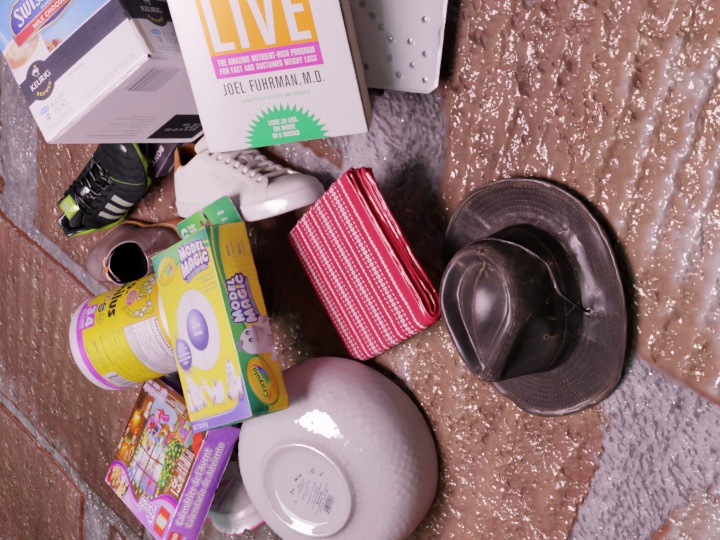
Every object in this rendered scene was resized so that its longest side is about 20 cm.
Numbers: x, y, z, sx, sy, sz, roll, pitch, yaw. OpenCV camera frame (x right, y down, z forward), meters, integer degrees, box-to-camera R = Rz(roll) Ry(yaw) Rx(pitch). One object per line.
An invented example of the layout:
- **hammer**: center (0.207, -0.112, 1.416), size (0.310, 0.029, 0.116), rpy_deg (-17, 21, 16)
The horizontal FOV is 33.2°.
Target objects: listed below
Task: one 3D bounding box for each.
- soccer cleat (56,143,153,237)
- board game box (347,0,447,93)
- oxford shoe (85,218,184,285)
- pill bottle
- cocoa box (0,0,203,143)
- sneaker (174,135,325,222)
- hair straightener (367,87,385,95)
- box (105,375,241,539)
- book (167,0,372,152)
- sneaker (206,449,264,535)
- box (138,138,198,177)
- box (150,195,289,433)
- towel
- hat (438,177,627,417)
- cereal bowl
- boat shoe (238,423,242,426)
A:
- **soccer cleat**: center (-0.272, -0.085, 1.269), size (0.068, 0.081, 0.200), rpy_deg (57, 152, 7)
- **board game box**: center (-0.029, -0.244, 0.921), size (0.199, 0.026, 0.200), rpy_deg (7, 119, 3)
- **oxford shoe**: center (-0.258, -0.016, 1.318), size (0.200, 0.073, 0.071), rpy_deg (-14, 98, 49)
- **pill bottle**: center (-0.197, 0.052, 1.242), size (0.200, 0.104, 0.104), rpy_deg (-19, 93, 31)
- **cocoa box**: center (-0.192, -0.198, 1.045), size (0.133, 0.200, 0.131), rpy_deg (-33, 79, 28)
- **sneaker**: center (-0.115, -0.092, 1.131), size (0.200, 0.073, 0.085), rpy_deg (4, 108, 45)
- **hair straightener**: center (-0.035, -0.226, 1.023), size (0.077, 0.041, 0.200), rpy_deg (-38, 72, 27)
- **box**: center (-0.206, 0.200, 1.297), size (0.200, 0.039, 0.137), rpy_deg (20, 89, 59)
- **book**: center (-0.075, -0.194, 0.917), size (0.133, 0.048, 0.200), rpy_deg (-7, 120, 11)
- **sneaker**: center (-0.173, 0.234, 1.348), size (0.200, 0.081, 0.088), rpy_deg (-4, 100, 41)
- **box**: center (-0.221, -0.214, 1.217), size (0.200, 0.036, 0.143), rpy_deg (55, 138, 11)
- **box**: center (-0.133, 0.041, 1.104), size (0.117, 0.048, 0.201), rpy_deg (-24, 77, 52)
- **towel**: center (0.000, 0.000, 1.052), size (0.145, 0.022, 0.200), rpy_deg (62, 157, 4)
- **hat**: center (0.114, 0.032, 0.937), size (0.200, 0.081, 0.201), rpy_deg (22, 123, 38)
- **cereal bowl**: center (-0.033, 0.186, 1.122), size (0.200, 0.083, 0.201), rpy_deg (9, 110, 25)
- **boat shoe**: center (-0.092, 0.146, 1.226), size (0.200, 0.060, 0.074), rpy_deg (40, 133, 27)
